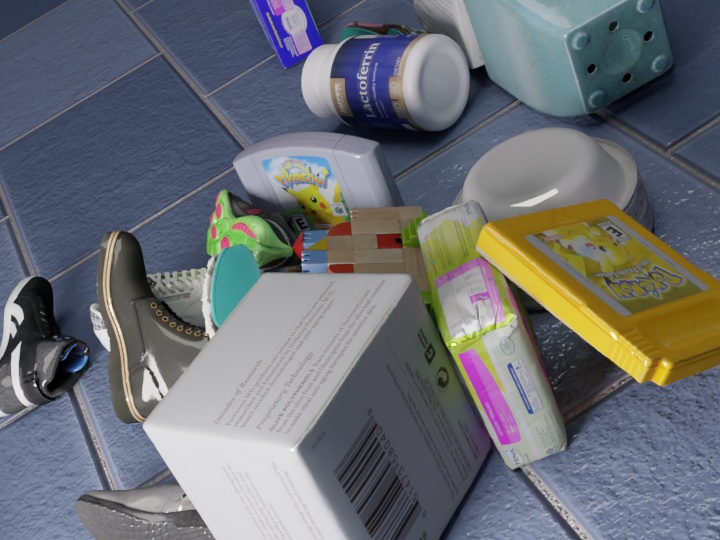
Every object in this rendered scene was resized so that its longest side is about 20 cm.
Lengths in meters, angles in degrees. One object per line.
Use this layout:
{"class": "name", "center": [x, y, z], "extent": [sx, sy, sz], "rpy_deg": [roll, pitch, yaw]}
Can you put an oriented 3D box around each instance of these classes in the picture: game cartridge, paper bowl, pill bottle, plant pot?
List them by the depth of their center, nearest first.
{"class": "game cartridge", "center": [0.221, 0.012, 1.104], "extent": [0.175, 0.033, 0.200], "rpy_deg": [-13, 41, -42]}
{"class": "paper bowl", "center": [0.180, -0.064, 1.311], "extent": [0.199, 0.105, 0.201], "rpy_deg": [-18, 33, 12]}
{"class": "game cartridge", "center": [-0.049, -0.091, 1.488], "extent": [0.199, 0.134, 0.041], "rpy_deg": [0, 34, 37]}
{"class": "plant pot", "center": [0.246, -0.289, 1.501], "extent": [0.195, 0.197, 0.200], "rpy_deg": [-29, 41, -2]}
{"class": "pill bottle", "center": [0.027, -0.233, 1.643], "extent": [0.199, 0.116, 0.116], "rpy_deg": [8, 47, 43]}

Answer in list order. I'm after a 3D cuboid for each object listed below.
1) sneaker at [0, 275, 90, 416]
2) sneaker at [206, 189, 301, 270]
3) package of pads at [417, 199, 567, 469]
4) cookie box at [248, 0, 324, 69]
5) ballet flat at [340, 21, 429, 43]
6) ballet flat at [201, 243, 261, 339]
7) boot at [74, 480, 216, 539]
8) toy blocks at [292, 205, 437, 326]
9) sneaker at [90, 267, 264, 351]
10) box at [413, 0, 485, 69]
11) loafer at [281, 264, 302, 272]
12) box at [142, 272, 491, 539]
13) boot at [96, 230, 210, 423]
{"class": "sneaker", "center": [-0.359, 0.081, 1.546], "extent": [0.111, 0.073, 0.201], "rpy_deg": [-12, 44, 17]}
{"class": "sneaker", "center": [-0.118, -0.037, 1.481], "extent": [0.200, 0.083, 0.077], "rpy_deg": [40, 114, 62]}
{"class": "package of pads", "center": [0.112, 0.049, 1.158], "extent": [0.068, 0.155, 0.201], "rpy_deg": [-22, 33, 8]}
{"class": "cookie box", "center": [-0.133, -0.419, 1.965], "extent": [0.075, 0.172, 0.200], "rpy_deg": [-25, 33, -1]}
{"class": "ballet flat", "center": [0.052, -0.300, 1.774], "extent": [0.071, 0.070, 0.200], "rpy_deg": [-15, 24, -31]}
{"class": "ballet flat", "center": [-0.128, 0.074, 1.312], "extent": [0.071, 0.072, 0.202], "rpy_deg": [-16, 67, 18]}
{"class": "boot", "center": [-0.157, 0.206, 1.236], "extent": [0.198, 0.070, 0.132], "rpy_deg": [5, 39, 28]}
{"class": "toy blocks", "center": [0.000, 0.000, 1.316], "extent": [0.135, 0.101, 0.201], "rpy_deg": [-2, 35, -2]}
{"class": "sneaker", "center": [-0.200, 0.034, 1.476], "extent": [0.199, 0.081, 0.076], "rpy_deg": [-27, 29, -7]}
{"class": "box", "center": [0.180, -0.374, 1.682], "extent": [0.197, 0.132, 0.200], "rpy_deg": [-21, 32, -8]}
{"class": "loafer", "center": [-0.057, 0.046, 1.365], "extent": [0.076, 0.068, 0.200], "rpy_deg": [-26, 33, 3]}
{"class": "box", "center": [-0.029, 0.137, 1.098], "extent": [0.170, 0.200, 0.200], "rpy_deg": [0, 40, 38]}
{"class": "boot", "center": [-0.194, 0.050, 1.384], "extent": [0.137, 0.202, 0.077], "rpy_deg": [-10, -1, 19]}
